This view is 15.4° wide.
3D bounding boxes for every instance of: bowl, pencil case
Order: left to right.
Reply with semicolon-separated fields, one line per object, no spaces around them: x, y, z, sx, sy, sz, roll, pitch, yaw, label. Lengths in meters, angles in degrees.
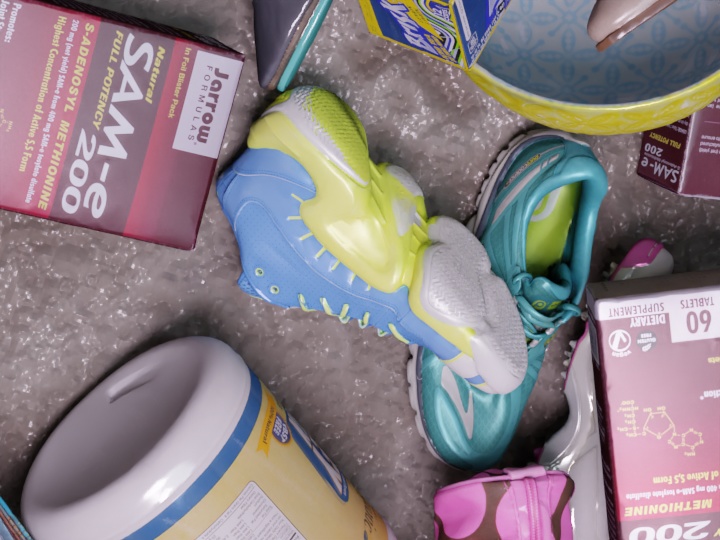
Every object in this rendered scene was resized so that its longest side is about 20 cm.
0.082;0.201;1.419;0.090;0.094;0.201;-1;68;-4;pencil case
0.133;-0.147;1.426;0.200;0.200;0.108;-36;154;-9;bowl

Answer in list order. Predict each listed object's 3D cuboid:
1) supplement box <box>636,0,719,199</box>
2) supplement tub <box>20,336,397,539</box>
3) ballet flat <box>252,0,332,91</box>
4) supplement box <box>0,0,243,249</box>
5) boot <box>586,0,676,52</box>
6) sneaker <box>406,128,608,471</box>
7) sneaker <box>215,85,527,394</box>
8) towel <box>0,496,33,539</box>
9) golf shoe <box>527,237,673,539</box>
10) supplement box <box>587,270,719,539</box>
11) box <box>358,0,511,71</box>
0.231;-0.140;1.502;0.108;0.061;0.201;6;100;-22;supplement box
-0.068;0.150;1.419;0.145;0.145;0.200;-43;114;-6;supplement tub
-0.018;-0.193;1.399;0.073;0.073;0.201;29;97;-24;ballet flat
-0.171;-0.086;1.360;0.199;0.061;0.109;12;98;-23;supplement box
0.150;-0.220;1.327;0.200;0.070;0.147;-38;97;-27;boot
0.083;0.018;1.477;0.077;0.080;0.201;14;99;-23;sneaker
0.000;0.000;1.434;0.105;0.076;0.200;-37;93;27;sneaker
-0.260;0.168;1.373;0.199;0.022;0.147;-26;112;17;towel
0.152;0.083;1.508;0.091;0.075;0.201;21;103;15;golf shoe
0.185;0.104;1.433;0.108;0.061;0.201;-7;99;0;supplement box
0.071;-0.207;1.365;0.201;0.064;0.070;-60;158;-19;box
